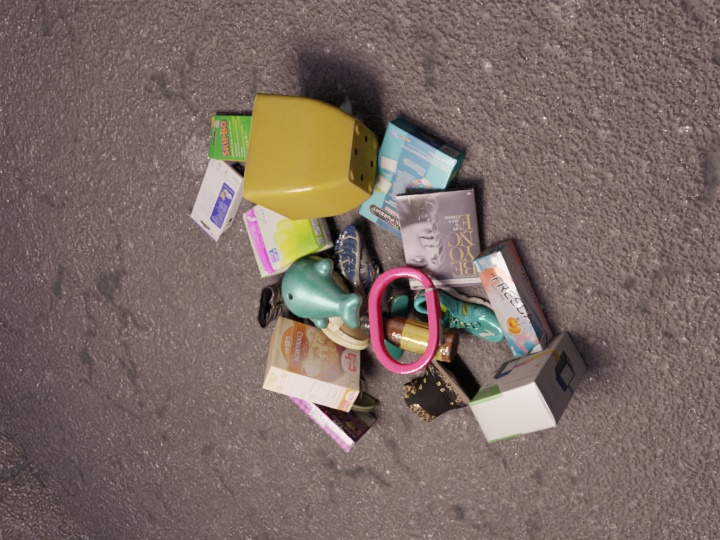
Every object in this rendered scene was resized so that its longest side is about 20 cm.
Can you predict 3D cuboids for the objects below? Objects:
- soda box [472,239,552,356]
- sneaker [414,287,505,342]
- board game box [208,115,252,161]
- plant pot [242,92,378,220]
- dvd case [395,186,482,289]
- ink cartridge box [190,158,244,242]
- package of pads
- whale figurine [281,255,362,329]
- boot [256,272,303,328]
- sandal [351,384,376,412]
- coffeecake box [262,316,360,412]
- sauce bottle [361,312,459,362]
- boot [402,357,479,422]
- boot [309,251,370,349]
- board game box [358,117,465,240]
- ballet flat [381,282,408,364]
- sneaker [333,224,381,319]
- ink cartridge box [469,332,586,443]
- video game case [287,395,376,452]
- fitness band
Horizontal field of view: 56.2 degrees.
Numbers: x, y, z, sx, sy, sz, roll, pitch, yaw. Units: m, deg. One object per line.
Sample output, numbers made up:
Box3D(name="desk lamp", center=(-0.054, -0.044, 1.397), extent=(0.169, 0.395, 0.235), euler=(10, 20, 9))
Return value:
Box3D(name="soda box", center=(0.282, 0.051, 1.246), extent=(0.063, 0.068, 0.203), euler=(-20, 98, 38))
Box3D(name="sneaker", center=(0.194, 0.093, 1.319), extent=(0.197, 0.079, 0.079), euler=(23, 123, 23))
Box3D(name="board game box", center=(-0.247, -0.284, 1.457), extent=(0.196, 0.030, 0.098), euler=(8, 94, 28))
Box3D(name="plant pot", center=(-0.077, -0.207, 1.261), extent=(0.196, 0.193, 0.200), euler=(4, 83, 26))
Box3D(name="dvd case", center=(0.152, -0.056, 1.273), extent=(0.145, 0.016, 0.204), euler=(-3, 120, 16))
Box3D(name="ink cartridge box", center=(-0.330, -0.172, 1.578), extent=(0.099, 0.039, 0.201), euler=(41, 127, 11))
Box3D(name="package of pads", center=(-0.159, -0.092, 1.461), extent=(0.198, 0.068, 0.158), euler=(-23, 82, 38))
Box3D(name="whale figurine", center=(-0.084, 0.053, 1.382), extent=(0.198, 0.103, 0.162), euler=(28, 122, 36))
Box3D(name="boot", center=(-0.192, 0.103, 1.552), extent=(0.069, 0.131, 0.204), euler=(16, 120, 26))
Box3D(name="sandal", center=(-0.042, 0.251, 1.560), extent=(0.200, 0.080, 0.058), euler=(42, 114, 11))
Box3D(name="coffeecake box", center=(-0.102, 0.204, 1.473), extent=(0.196, 0.155, 0.074), euler=(18, 126, -13))
Box3D(name="sauce bottle", center=(0.096, 0.126, 1.339), extent=(0.196, 0.066, 0.067), euler=(16, 120, 25))
Box3D(name="boot", center=(0.143, 0.222, 1.424), extent=(0.201, 0.073, 0.150), euler=(50, 129, -3))
Box3D(name="boot", center=(-0.043, 0.065, 1.474), extent=(0.199, 0.072, 0.157), euler=(36, 125, 18))
Box3D(name="board game box", center=(0.094, -0.164, 1.288), extent=(0.149, 0.047, 0.203), euler=(32, 126, 17))
Box3D(name="ballet flat", center=(0.062, 0.110, 1.433), extent=(0.072, 0.073, 0.203), euler=(23, 129, 23))
Box3D(name="sneaker", center=(0.000, 0.000, 1.411), extent=(0.076, 0.084, 0.205), euler=(15, 115, 48))
Box3D(name="ink cartridge box", center=(0.306, 0.209, 1.222), extent=(0.144, 0.199, 0.089), euler=(-28, 92, 40))
Box3D(name="video game case", center=(-0.067, 0.309, 1.537), extent=(0.199, 0.181, 0.036), euler=(41, 103, 11))
Box3D(name="fitness band", center=(0.084, 0.095, 1.291), extent=(0.141, 0.037, 0.205), euler=(-7, 83, 23))
